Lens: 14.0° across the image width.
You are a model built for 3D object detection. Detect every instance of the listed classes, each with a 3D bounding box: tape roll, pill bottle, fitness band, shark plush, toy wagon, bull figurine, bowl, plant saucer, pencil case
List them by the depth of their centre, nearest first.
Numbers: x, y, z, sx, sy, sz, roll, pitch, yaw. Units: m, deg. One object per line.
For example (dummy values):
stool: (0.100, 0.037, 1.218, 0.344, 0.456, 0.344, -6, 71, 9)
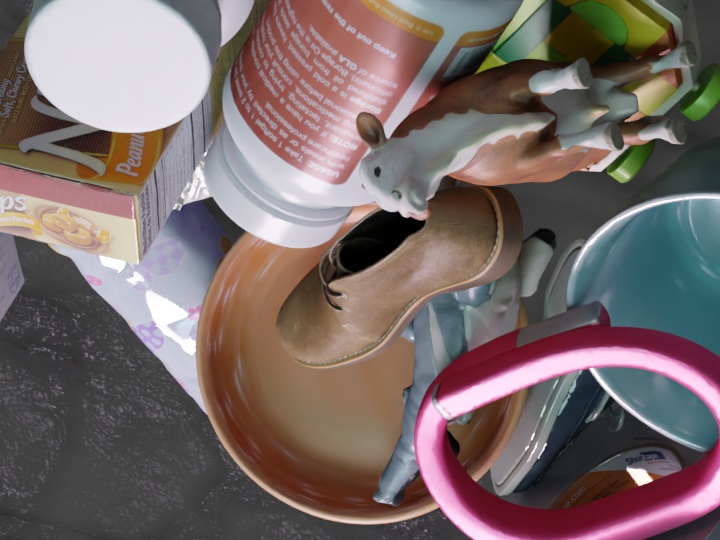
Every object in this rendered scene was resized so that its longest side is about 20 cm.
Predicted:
pill bottle: (-0.101, -0.165, 1.428, 0.114, 0.200, 0.114, 5, 134, 5)
bull figurine: (0.086, -0.074, 1.480, 0.121, 0.200, 0.065, -10, 97, 34)
pill bottle: (-0.004, -0.107, 1.539, 0.112, 0.112, 0.200, 31, 129, -5)
toy wagon: (0.098, -0.107, 1.598, 0.155, 0.040, 0.200, 36, 137, -10)
bowl: (0.222, 0.001, 1.598, 0.201, 0.105, 0.201, 14, 137, 13)
fitness band: (0.122, 0.093, 1.619, 0.200, 0.037, 0.144, -23, 118, 31)
shark plush: (0.047, 0.037, 1.690, 0.083, 0.091, 0.200, 21, 118, 23)
tape roll: (0.162, 0.161, 1.716, 0.200, 0.200, 0.066, -19, 120, 38)
plant saucer: (0.004, 0.048, 1.731, 0.200, 0.037, 0.200, 0, 92, 9)
pencil case: (-0.106, 0.019, 1.789, 0.091, 0.083, 0.200, -28, 118, 27)

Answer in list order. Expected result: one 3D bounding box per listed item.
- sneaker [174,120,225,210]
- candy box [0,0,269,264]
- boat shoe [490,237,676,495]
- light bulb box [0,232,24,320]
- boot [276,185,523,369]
sneaker: (-0.087, -0.089, 1.680, 0.200, 0.100, 0.070, -10, 135, -6)
candy box: (-0.136, -0.097, 1.602, 0.115, 0.200, 0.055, 13, 136, 15)
boat shoe: (0.128, 0.058, 1.725, 0.062, 0.075, 0.200, 3, 129, -21)
light bulb box: (-0.335, -0.040, 1.812, 0.198, 0.125, 0.200, 10, 136, 18)
boot: (0.000, 0.000, 1.631, 0.075, 0.074, 0.200, 3, 157, -36)
